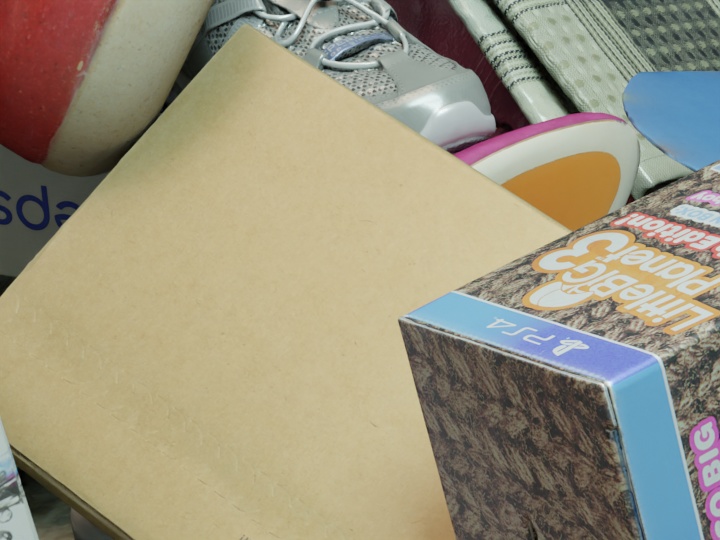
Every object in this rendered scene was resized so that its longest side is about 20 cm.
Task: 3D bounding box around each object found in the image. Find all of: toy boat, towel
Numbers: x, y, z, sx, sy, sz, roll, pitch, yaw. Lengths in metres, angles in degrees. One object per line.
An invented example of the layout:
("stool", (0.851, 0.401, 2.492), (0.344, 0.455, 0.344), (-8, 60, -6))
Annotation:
("toy boat", (-0.125, -0.117, 0.958), (0.131, 0.131, 0.200), (23, 5, -25))
("towel", (0.111, -0.108, 1.188), (0.192, 0.200, 0.035), (-11, -32, -51))

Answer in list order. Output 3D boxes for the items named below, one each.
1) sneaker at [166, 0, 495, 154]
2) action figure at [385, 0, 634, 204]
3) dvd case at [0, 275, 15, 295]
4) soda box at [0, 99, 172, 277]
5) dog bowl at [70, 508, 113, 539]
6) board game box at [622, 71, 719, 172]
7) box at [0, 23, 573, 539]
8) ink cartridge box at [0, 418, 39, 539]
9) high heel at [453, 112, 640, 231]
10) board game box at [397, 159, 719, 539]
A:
("sneaker", (-0.029, -0.088, 0.991), (0.075, 0.082, 0.200), (-20, 30, -33))
("action figure", (0.080, -0.094, 1.223), (0.134, 0.149, 0.200), (-25, 51, -6))
("dvd case", (-0.211, 0.047, 1.122), (0.200, 0.025, 0.150), (-35, -6, -42))
("soda box", (-0.085, -0.033, 1.054), (0.199, 0.064, 0.068), (9, 29, 22))
("dog bowl", (-0.009, 0.073, 0.951), (0.200, 0.059, 0.200), (-20, 17, 6))
("board game box", (0.186, -0.026, 0.981), (0.200, 0.039, 0.158), (-3, 25, -31))
("box", (-0.013, 0.030, 0.869), (0.200, 0.021, 0.164), (34, 75, 26))
("ink cartridge box", (-0.193, 0.089, 0.867), (0.144, 0.200, 0.147), (-24, 23, -25))
("high heel", (0.000, 0.000, 0.951), (0.200, 0.067, 0.096), (-40, 31, -12))
("board game box", (0.133, 0.054, 0.802), (0.200, 0.160, 0.097), (-25, 23, -27))
